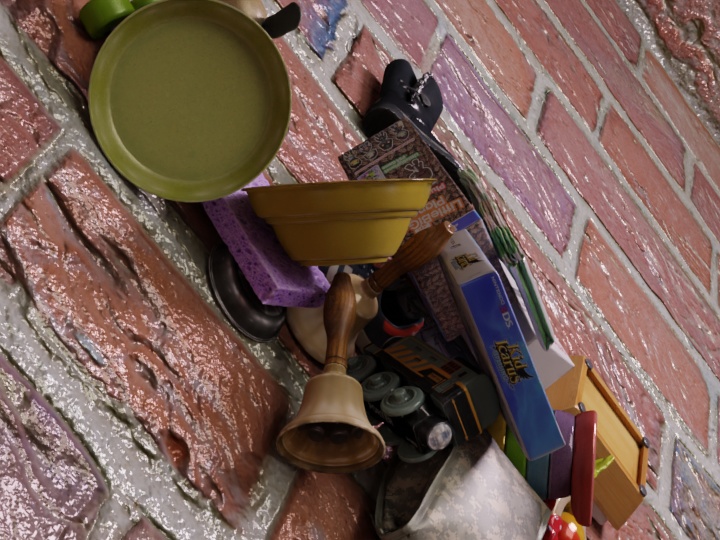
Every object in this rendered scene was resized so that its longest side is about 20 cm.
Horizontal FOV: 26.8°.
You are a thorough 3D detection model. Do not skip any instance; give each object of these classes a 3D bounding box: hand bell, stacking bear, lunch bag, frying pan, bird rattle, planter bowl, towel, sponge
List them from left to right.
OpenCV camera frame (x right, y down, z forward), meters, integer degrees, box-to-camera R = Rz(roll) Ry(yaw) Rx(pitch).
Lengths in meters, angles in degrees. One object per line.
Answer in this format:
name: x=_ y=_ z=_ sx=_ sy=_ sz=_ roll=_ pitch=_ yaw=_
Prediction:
frying pan: x=-0.116 y=-0.012 z=1.582 sx=0.115 sy=0.031 sz=0.191 roll=35 pitch=38 yaw=-43
sponge: x=-0.110 y=-0.049 z=1.571 sx=0.111 sy=0.030 sz=0.200 roll=8 pitch=45 yaw=-58
hand bell: x=-0.024 y=0.087 z=1.501 sx=0.104 sy=0.104 sz=0.201 roll=36 pitch=44 yaw=-38
planter bowl: x=-0.020 y=-0.047 z=1.531 sx=0.200 sy=0.199 sz=0.084 roll=-7 pitch=95 yaw=-62
hand bell: x=0.024 y=0.009 z=1.596 sx=0.104 sy=0.200 sz=0.104 roll=36 pitch=34 yaw=-29
lunch bag: x=0.096 y=0.269 z=1.550 sx=0.164 sy=0.117 sz=0.200 roll=52 pitch=32 yaw=-15
stacking bear: x=0.158 y=0.202 z=1.669 sx=0.122 sy=0.199 sz=0.114 roll=-68 pitch=160 yaw=-64
towel: x=0.170 y=-0.015 z=1.760 sx=0.153 sy=0.023 sz=0.200 roll=63 pitch=2 yaw=-39
bird rattle: x=0.233 y=0.298 z=1.769 sx=0.200 sy=0.112 sz=0.164 roll=-57 pitch=141 yaw=-54

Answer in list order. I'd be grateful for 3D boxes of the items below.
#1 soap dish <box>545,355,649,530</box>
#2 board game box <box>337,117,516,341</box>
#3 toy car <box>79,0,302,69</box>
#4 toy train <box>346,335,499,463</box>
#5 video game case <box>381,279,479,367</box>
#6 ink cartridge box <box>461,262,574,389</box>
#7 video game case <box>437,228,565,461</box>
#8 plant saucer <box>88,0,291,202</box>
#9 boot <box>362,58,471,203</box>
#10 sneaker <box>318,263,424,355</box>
soap dish: x=0.307 y=0.222 z=2.015 sx=0.200 sy=0.081 sz=0.158 roll=53 pitch=27 yaw=-15
board game box: x=0.077 y=-0.049 z=1.762 sx=0.200 sy=0.097 sz=0.160 roll=58 pitch=-2 yaw=40
toy car: x=-0.156 y=-0.247 z=1.558 sx=0.165 sy=0.200 sz=0.158 roll=60 pitch=26 yaw=3
toy train: x=0.056 y=0.126 z=1.567 sx=0.200 sy=0.114 sz=0.086 roll=30 pitch=-36 yaw=59
video game case: x=0.096 y=0.100 z=1.799 sx=0.200 sy=0.019 sz=0.143 roll=55 pitch=26 yaw=8
ink cartridge box: x=0.166 y=0.050 z=1.879 sx=0.200 sy=0.084 sz=0.146 roll=59 pitch=13 yaw=29
video game case: x=0.140 y=0.072 z=1.561 sx=0.181 sy=0.045 sz=0.201 roll=-116 pitch=-177 yaw=-74
plant saucer: x=-0.168 y=-0.168 z=1.497 sx=0.200 sy=0.200 sz=0.031 roll=55 pitch=-4 yaw=-8
boot: x=0.094 y=-0.186 z=2.069 sx=0.200 sy=0.076 sz=0.168 roll=45 pitch=33 yaw=-13
sneaker: x=0.000 y=0.000 z=1.704 sx=0.200 sy=0.084 sz=0.075 roll=55 pitch=27 yaw=-8
